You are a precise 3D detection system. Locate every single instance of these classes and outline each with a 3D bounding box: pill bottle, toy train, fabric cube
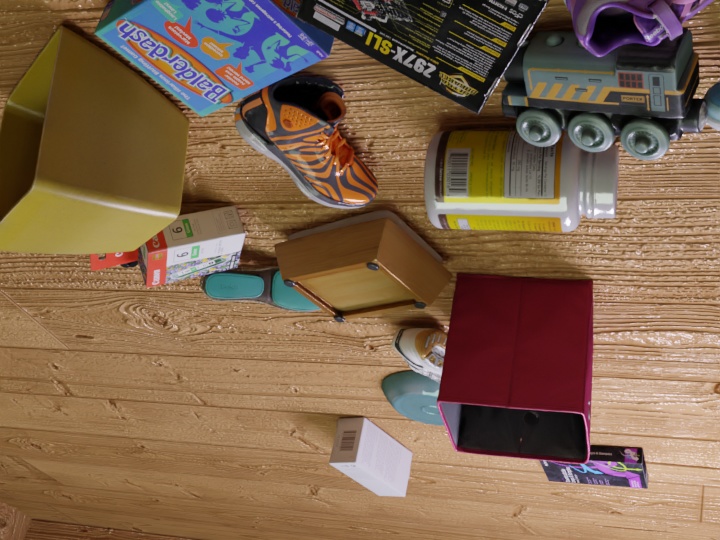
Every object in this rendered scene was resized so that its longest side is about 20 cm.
[{"bbox_3d":[0.175,-0.097,1.008,0.200,0.109,0.109,3,150,17],"label":"pill bottle"},{"bbox_3d":[0.223,-0.174,0.872,0.200,0.085,0.114,12,142,30],"label":"toy train"},{"bbox_3d":[0.229,0.141,1.319,0.200,0.200,0.196,3,149,17],"label":"fabric cube"}]

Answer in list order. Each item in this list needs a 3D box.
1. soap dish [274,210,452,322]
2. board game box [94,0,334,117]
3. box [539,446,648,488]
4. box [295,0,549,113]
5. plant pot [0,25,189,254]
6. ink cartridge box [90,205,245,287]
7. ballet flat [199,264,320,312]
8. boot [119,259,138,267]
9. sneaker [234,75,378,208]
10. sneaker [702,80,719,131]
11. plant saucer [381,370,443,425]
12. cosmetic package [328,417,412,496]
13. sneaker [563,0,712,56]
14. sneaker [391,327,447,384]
[{"bbox_3d":[0.000,0.000,1.275,0.200,0.081,0.157,-11,144,37],"label":"soap dish"},{"bbox_3d":[-0.148,-0.243,0.938,0.200,0.045,0.152,-15,141,41],"label":"board game box"},{"bbox_3d":[0.460,0.387,1.836,0.200,0.036,0.143,0,149,23],"label":"box"},{"bbox_3d":[0.053,-0.243,0.818,0.200,0.049,0.160,27,151,-1],"label":"box"},{"bbox_3d":[-0.311,-0.124,1.077,0.176,0.200,0.200,17,153,-33],"label":"plant pot"},{"bbox_3d":[-0.264,-0.025,1.268,0.200,0.050,0.109,-13,158,-20],"label":"ink cartridge box"},{"bbox_3d":[-0.139,0.019,1.383,0.200,0.071,0.065,9,-168,-16],"label":"ballet flat"},{"bbox_3d":[-0.414,-0.078,1.301,0.162,0.073,0.198,-1,141,18],"label":"boot"},{"bbox_3d":[-0.037,-0.142,1.041,0.200,0.078,0.112,30,147,-30],"label":"sneaker"},{"bbox_3d":[0.382,-0.195,0.794,0.200,0.080,0.131,-17,143,26],"label":"sneaker"},{"bbox_3d":[0.134,0.242,1.701,0.200,0.036,0.200,9,150,5],"label":"plant saucer"},{"bbox_3d":[0.025,0.391,1.940,0.071,0.102,0.200,-9,144,34],"label":"cosmetic package"},{"bbox_3d":[0.259,-0.231,0.763,0.200,0.089,0.080,-13,141,35],"label":"sneaker"},{"bbox_3d":[0.127,0.146,1.515,0.088,0.076,0.200,6,151,44],"label":"sneaker"}]
